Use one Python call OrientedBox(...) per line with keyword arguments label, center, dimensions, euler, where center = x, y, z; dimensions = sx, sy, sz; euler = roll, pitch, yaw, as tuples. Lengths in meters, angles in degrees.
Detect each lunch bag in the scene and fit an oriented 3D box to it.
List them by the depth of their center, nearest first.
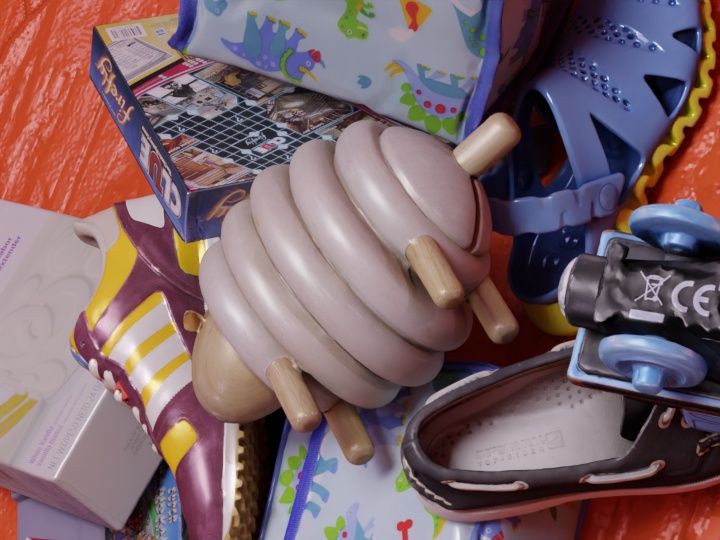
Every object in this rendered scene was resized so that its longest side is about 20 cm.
OrientedBox(label="lunch bag", center=(0.018, 0.145, 1.425), dimensions=(0.160, 0.082, 0.201), euler=(2, 71, 45))
OrientedBox(label="lunch bag", center=(0.020, -0.163, 1.469), dimensions=(0.169, 0.200, 0.128), euler=(19, 126, 11))

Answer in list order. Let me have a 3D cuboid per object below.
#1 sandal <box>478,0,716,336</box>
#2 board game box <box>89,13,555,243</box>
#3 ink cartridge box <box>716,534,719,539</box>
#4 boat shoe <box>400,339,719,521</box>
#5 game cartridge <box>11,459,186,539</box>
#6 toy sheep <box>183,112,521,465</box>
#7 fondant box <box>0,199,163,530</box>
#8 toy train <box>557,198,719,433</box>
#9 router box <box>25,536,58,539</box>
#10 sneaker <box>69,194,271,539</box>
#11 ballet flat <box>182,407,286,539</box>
OrientedBox(label="sandal", center=(0.110, -0.073, 1.441), dimensions=(0.079, 0.087, 0.201), euler=(5, 72, 44))
OrientedBox(label="board game box", center=(-0.020, -0.085, 1.499), dimensions=(0.136, 0.199, 0.035), euler=(-121, 30, -41))
OrientedBox(label="ink cartridge box", center=(0.190, 0.177, 1.261), dimensions=(0.200, 0.067, 0.117), euler=(32, 93, 44))
OrientedBox(label="boat shoe", center=(0.115, 0.061, 1.334), dimensions=(0.199, 0.060, 0.074), euler=(-11, 70, 3))
OrientedBox(label="game cartridge", center=(-0.131, 0.163, 1.582), dimensions=(0.129, 0.038, 0.201), euler=(-26, 55, 36))
OrientedBox(label="toy sheep", center=(0.000, 0.000, 1.385), dimensions=(0.200, 0.138, 0.138), euler=(-38, 49, 11))
OrientedBox(label="fondant box", center=(-0.166, 0.047, 1.619), dimensions=(0.200, 0.058, 0.145), euler=(12, 68, 52))
OrientedBox(label="toy train", center=(0.182, 0.033, 1.242), dimensions=(0.199, 0.114, 0.087), euler=(10, 72, 15))
OrientedBox(label="router box", center=(-0.132, 0.256, 1.462), dimensions=(0.179, 0.049, 0.201), euler=(32, 109, 53))
OrientedBox(label="sneaker", center=(-0.098, 0.057, 1.487), dimensions=(0.090, 0.075, 0.201), euler=(-9, 63, 6))
OrientedBox(label="ballet flat", center=(-0.051, 0.108, 1.533), dimensions=(0.057, 0.066, 0.201), euler=(115, 168, -75))
